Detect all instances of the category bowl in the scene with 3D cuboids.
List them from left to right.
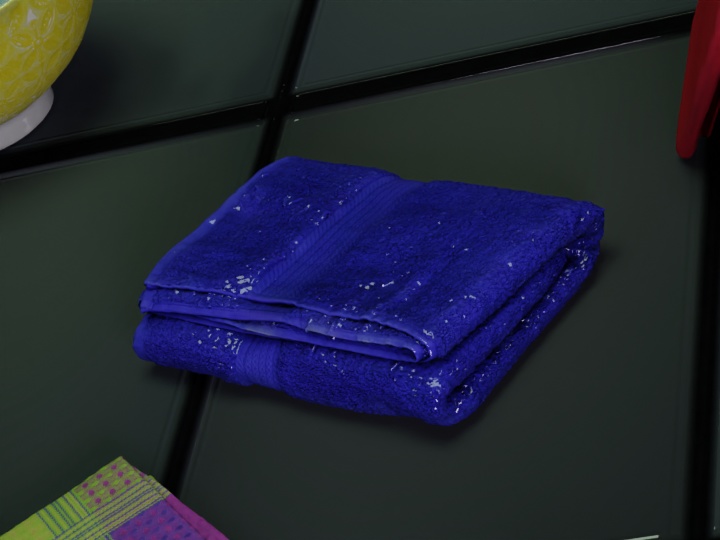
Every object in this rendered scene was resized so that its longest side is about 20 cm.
[{"bbox_3d":[-0.232,-0.129,1.469,0.199,0.108,0.201,-15,35,11],"label":"bowl"}]

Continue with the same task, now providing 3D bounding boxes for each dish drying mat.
[{"bbox_3d":[0.163,-0.117,1.148,0.018,0.200,0.077,8,73,4],"label":"dish drying mat"}]

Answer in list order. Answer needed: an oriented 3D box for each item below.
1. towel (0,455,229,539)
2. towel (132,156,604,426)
[{"bbox_3d":[-0.108,0.159,1.073,0.143,0.023,0.200,-34,35,-16],"label":"towel"},{"bbox_3d":[0.000,0.000,1.207,0.199,0.050,0.148,11,47,40],"label":"towel"}]
